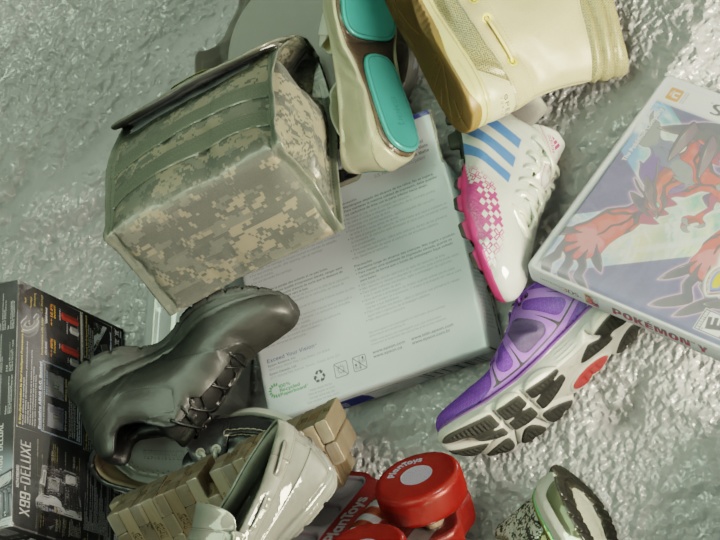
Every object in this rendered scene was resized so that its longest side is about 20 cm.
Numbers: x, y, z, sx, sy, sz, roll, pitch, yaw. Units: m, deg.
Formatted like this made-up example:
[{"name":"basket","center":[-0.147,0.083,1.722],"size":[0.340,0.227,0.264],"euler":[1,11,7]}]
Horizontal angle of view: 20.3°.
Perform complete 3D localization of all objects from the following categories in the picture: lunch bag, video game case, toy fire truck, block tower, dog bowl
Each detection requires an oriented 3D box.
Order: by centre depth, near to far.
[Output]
[{"name":"video game case","center":[0.247,-0.040,1.452],"size":[0.181,0.023,0.201],"euler":[24,65,31]},{"name":"toy fire truck","center":[-0.006,0.218,1.458],"size":[0.167,0.113,0.200],"euler":[-1,31,36]},{"name":"block tower","center":[-0.098,0.166,1.526],"size":[0.199,0.058,0.054],"euler":[-25,99,15]},{"name":"lunch bag","center":[-0.107,-0.093,1.560],"size":[0.163,0.118,0.201],"euler":[-25,37,16]},{"name":"dog bowl","center":[-0.039,-0.178,1.666],"size":[0.198,0.059,0.202],"euler":[-9,70,26]}]

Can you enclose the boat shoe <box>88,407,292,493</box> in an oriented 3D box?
[{"name":"boat shoe","center":[-0.125,0.148,1.590],"size":[0.198,0.060,0.075],"euler":[3,108,30]}]

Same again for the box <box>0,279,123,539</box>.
[{"name":"box","center":[-0.251,0.126,1.622],"size":[0.049,0.158,0.202],"euler":[-10,70,24]}]

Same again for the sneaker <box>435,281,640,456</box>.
[{"name":"sneaker","center":[0.130,0.058,1.496],"size":[0.200,0.081,0.083],"euler":[-43,57,-1]}]

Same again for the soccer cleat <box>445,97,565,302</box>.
[{"name":"soccer cleat","center":[0.116,-0.066,1.518],"size":[0.086,0.070,0.201],"euler":[-18,46,13]}]

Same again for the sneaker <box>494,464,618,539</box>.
[{"name":"sneaker","center":[0.151,0.244,1.432],"size":[0.088,0.077,0.201],"euler":[-35,55,28]}]

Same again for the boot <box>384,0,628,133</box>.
[{"name":"boot","center":[0.106,-0.216,1.552],"size":[0.154,0.073,0.201],"euler":[-19,70,-17]}]

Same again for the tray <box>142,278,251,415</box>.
[{"name":"tray","center":[-0.138,0.022,1.675],"size":[0.106,0.022,0.202],"euler":[-6,71,27]}]

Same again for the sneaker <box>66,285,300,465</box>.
[{"name":"sneaker","center":[-0.129,0.085,1.559],"size":[0.199,0.076,0.091],"euler":[-30,57,13]}]

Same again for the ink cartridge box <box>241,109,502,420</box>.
[{"name":"ink cartridge box","center":[0.000,0.000,1.589],"size":[0.198,0.041,0.202],"euler":[-19,73,22]}]

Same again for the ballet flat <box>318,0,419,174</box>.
[{"name":"ballet flat","center":[-0.004,-0.166,1.577],"size":[0.069,0.069,0.202],"euler":[-17,66,22]}]

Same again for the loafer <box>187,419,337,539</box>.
[{"name":"loafer","center":[-0.097,0.193,1.425],"size":[0.200,0.070,0.070],"euler":[-52,21,-27]}]
